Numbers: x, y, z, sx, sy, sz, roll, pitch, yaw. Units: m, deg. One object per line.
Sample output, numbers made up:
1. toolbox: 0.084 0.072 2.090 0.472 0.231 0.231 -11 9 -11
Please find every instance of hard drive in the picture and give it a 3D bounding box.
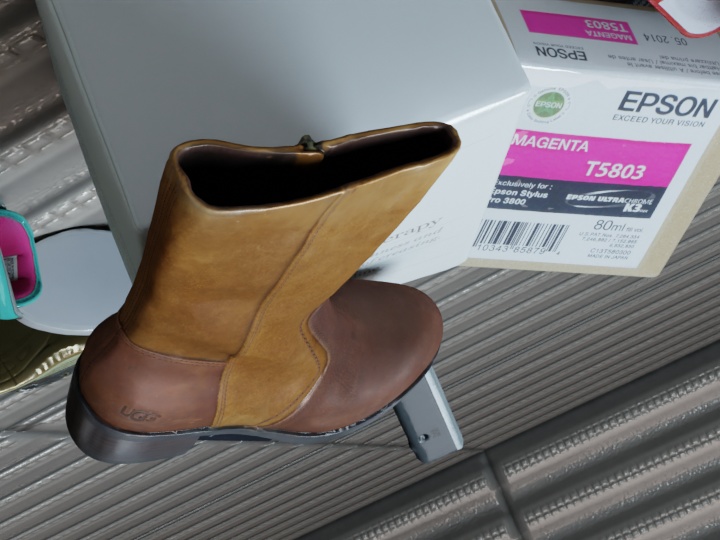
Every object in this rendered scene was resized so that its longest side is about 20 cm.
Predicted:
1. hard drive: 0.000 0.000 0.861 0.033 0.140 0.201 -24 126 1

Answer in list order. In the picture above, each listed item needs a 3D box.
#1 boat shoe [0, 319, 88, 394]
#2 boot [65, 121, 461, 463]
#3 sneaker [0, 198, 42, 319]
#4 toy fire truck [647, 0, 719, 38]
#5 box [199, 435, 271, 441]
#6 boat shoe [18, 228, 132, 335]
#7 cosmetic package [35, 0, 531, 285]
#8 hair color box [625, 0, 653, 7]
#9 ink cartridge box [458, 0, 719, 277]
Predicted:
1. boat shoe: -0.235 0.055 1.012 0.199 0.073 0.065 -17 159 -22
2. boot: -0.014 -0.003 0.575 0.187 0.069 0.200 -4 150 -28
3. sneaker: -0.246 0.007 0.831 0.120 0.084 0.200 -5 157 -24
4. toy fire truck: 0.226 -0.211 0.758 0.200 0.113 0.168 -32 138 27
5. box: -0.078 0.068 1.217 0.147 0.105 0.200 -28 165 16
6. boat shoe: -0.149 0.005 0.983 0.199 0.072 0.066 -17 169 -32
7. cosmetic package: -0.044 -0.081 0.653 0.167 0.167 0.200 -20 163 -10
8. hair color box: 0.269 -0.173 0.993 0.199 0.061 0.100 -14 162 -27
9. ink cartridge box: 0.121 -0.080 0.884 0.199 0.075 0.165 2 136 -20
